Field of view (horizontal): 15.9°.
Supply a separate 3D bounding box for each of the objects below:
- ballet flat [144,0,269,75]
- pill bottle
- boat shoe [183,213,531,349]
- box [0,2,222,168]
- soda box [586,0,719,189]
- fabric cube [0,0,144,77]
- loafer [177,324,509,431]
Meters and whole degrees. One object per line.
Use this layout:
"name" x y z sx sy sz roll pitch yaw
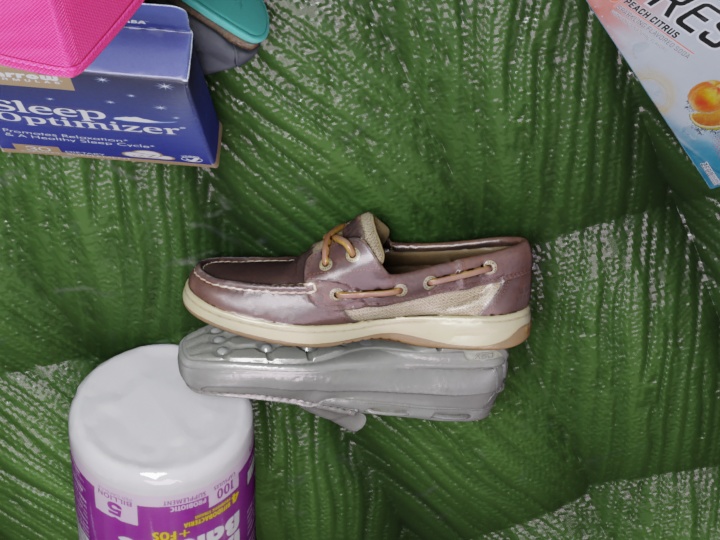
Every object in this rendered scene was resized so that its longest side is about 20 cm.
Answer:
"ballet flat" -0.130 -0.158 1.303 0.073 0.073 0.200 -29 135 25
"pill bottle" -0.120 0.149 1.598 0.112 0.112 0.200 -1 137 -2
"boat shoe" 0.000 0.000 1.479 0.200 0.072 0.072 4 112 1
"box" -0.140 -0.095 1.318 0.121 0.032 0.200 5 166 3
"soda box" 0.166 -0.135 1.337 0.064 0.068 0.200 -23 132 20
"fabric cube" -0.173 -0.233 1.085 0.200 0.196 0.199 14 140 21
"loafer" -0.010 0.065 1.533 0.200 0.070 0.070 2 119 -11
